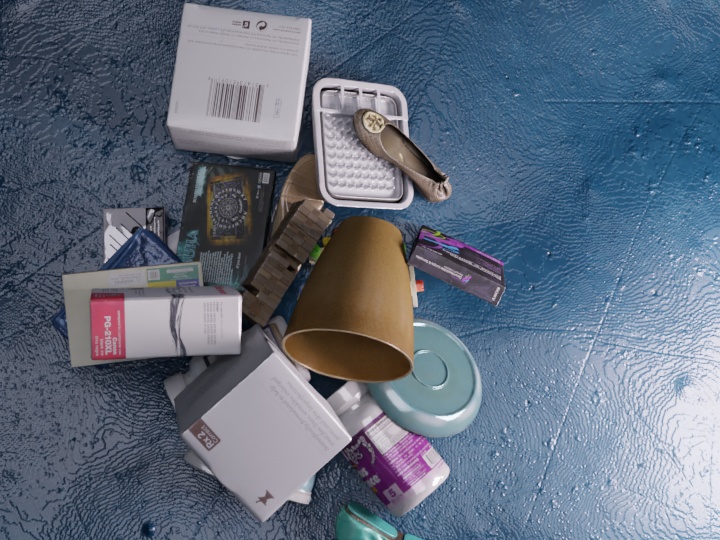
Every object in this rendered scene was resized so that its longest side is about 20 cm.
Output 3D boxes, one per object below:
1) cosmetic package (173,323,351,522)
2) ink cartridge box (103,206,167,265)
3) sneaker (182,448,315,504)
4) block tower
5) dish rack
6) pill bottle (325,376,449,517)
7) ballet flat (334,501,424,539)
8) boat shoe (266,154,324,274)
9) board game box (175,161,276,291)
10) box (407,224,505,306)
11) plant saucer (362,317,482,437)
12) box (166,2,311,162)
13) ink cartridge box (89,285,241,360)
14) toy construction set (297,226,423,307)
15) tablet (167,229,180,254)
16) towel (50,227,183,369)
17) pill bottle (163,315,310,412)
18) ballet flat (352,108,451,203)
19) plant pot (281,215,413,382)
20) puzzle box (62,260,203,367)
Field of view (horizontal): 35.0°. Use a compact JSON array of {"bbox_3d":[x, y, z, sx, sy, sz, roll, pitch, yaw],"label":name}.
[{"bbox_3d":[-0.138,0.200,1.545,0.165,0.200,0.165,-42,104,-4],"label":"cosmetic package"},{"bbox_3d":[-0.338,0.007,1.725,0.093,0.044,0.201,-2,82,-3],"label":"ink cartridge box"},{"bbox_3d":[-0.160,0.281,1.694,0.199,0.074,0.082,19,78,-12],"label":"sneaker"},{"bbox_3d":[-0.118,-0.014,1.685,0.058,0.054,0.201,37,74,-16],"label":"block tower"},{"bbox_3d":[-0.003,-0.191,1.772,0.171,0.043,0.201,1,79,-32],"label":"dish rack"},{"bbox_3d":[0.030,0.254,1.686,0.112,0.112,0.200,-39,84,-9],"label":"pill bottle"},{"bbox_3d":[0.049,0.417,1.692,0.199,0.067,0.071,29,104,2],"label":"ballet flat"},{"bbox_3d":[-0.105,-0.082,1.759,0.072,0.065,0.201,18,79,-22],"label":"boat shoe"},{"bbox_3d":[-0.209,-0.065,1.752,0.134,0.028,0.201,7,74,3],"label":"board game box"},{"bbox_3d":[0.145,-0.011,1.697,0.142,0.200,0.036,25,104,0],"label":"box"},{"bbox_3d":[0.098,0.151,1.701,0.199,0.027,0.201,14,52,-19],"label":"plant saucer"},{"bbox_3d":[-0.183,-0.285,1.756,0.198,0.131,0.201,7,79,-2],"label":"box"},{"bbox_3d":[-0.267,0.069,1.563,0.199,0.145,0.085,-1,95,-12],"label":"ink cartridge box"},{"bbox_3d":[0.000,0.000,1.738,0.199,0.092,0.132,1,61,-10],"label":"toy construction set"},{"bbox_3d":[-0.273,0.007,1.760,0.199,0.014,0.131,-31,84,-8],"label":"tablet"},{"bbox_3d":[-0.346,0.040,1.673,0.112,0.049,0.200,43,83,3],"label":"towel"},{"bbox_3d":[-0.184,0.156,1.690,0.199,0.111,0.111,-25,83,-8],"label":"pill bottle"},{"bbox_3d":[0.069,-0.180,1.762,0.200,0.046,0.068,43,60,-17],"label":"ballet flat"},{"bbox_3d":[-0.001,0.032,1.615,0.185,0.187,0.201,12,66,-1],"label":"plant pot"},{"bbox_3d":[-0.320,0.062,1.638,0.199,0.025,0.134,-5,94,-13],"label":"puzzle box"}]
